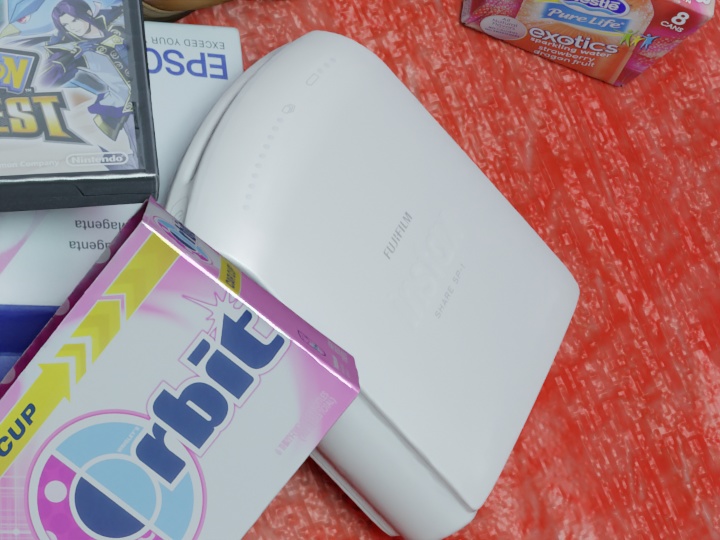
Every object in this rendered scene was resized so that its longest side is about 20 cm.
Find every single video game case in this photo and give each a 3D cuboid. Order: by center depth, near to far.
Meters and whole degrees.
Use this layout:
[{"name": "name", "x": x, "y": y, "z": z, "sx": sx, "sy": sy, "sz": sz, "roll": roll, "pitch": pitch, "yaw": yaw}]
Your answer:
[{"name": "video game case", "x": -0.193, "y": -0.104, "z": 1.227, "sx": 0.199, "sy": 0.026, "sz": 0.181, "roll": -4, "pitch": 58, "yaw": -7}]

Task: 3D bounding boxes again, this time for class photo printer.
[{"name": "photo printer", "x": 0.000, "y": 0.000, "z": 1.287, "sx": 0.200, "sy": 0.069, "sz": 0.167, "roll": 47, "pitch": 46, "yaw": -20}]

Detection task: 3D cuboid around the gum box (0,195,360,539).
[{"name": "gum box", "x": -0.106, "y": 0.085, "z": 1.179, "sx": 0.113, "sy": 0.066, "sz": 0.200, "roll": 38, "pitch": 96, "yaw": -8}]

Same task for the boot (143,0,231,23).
[{"name": "boot", "x": -0.021, "y": -0.174, "z": 1.324, "sx": 0.200, "sy": 0.155, "sz": 0.074, "roll": -34, "pitch": 95, "yaw": -31}]

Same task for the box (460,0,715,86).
[{"name": "box", "x": 0.127, "y": -0.211, "z": 1.453, "sx": 0.099, "sy": 0.095, "sz": 0.201, "roll": 21, "pitch": 62, "yaw": -20}]

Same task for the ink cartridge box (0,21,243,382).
[{"name": "ink cartridge box", "x": -0.138, "y": -0.020, "z": 1.275, "sx": 0.196, "sy": 0.043, "sz": 0.201, "roll": 1, "pitch": 69, "yaw": -27}]
